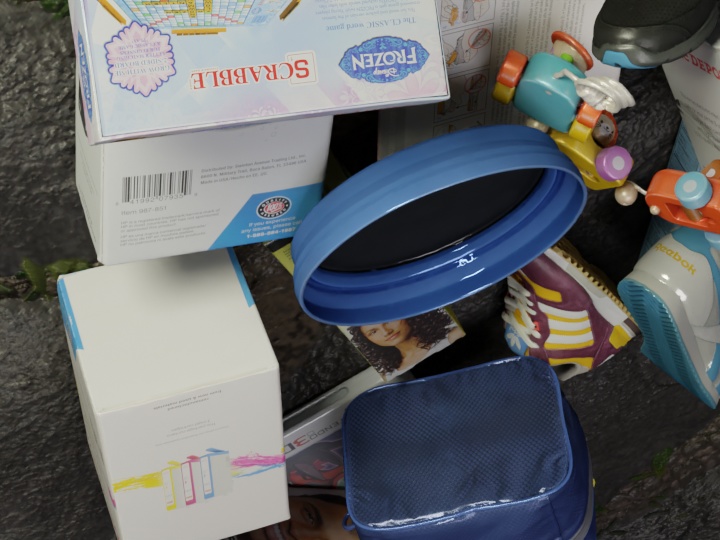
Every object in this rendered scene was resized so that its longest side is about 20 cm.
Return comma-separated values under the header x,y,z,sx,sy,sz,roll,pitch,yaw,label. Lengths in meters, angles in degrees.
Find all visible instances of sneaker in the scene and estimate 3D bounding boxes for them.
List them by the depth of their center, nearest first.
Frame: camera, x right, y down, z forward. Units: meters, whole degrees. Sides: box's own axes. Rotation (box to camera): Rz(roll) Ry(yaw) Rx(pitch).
x,y,z,sx,sy,sz,roll,pitch,yaw,label
0.196,-0.203,1.097,0.200,0.073,0.082,-53,139,-30,sneaker
0.138,0.025,1.347,0.090,0.075,0.200,-41,136,10,sneaker
0.256,0.038,1.350,0.081,0.076,0.200,-47,149,-10,sneaker

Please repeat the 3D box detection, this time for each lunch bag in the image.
x,y,z,sx,sy,sz,roll,pitch,yaw,label
0.078,0.167,1.372,0.199,0.136,0.132,-12,139,12,lunch bag

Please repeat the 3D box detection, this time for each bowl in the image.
x,y,z,sx,sy,sz,roll,pitch,yaw,label
0.048,-0.029,1.156,0.200,0.039,0.201,-19,159,-8,bowl

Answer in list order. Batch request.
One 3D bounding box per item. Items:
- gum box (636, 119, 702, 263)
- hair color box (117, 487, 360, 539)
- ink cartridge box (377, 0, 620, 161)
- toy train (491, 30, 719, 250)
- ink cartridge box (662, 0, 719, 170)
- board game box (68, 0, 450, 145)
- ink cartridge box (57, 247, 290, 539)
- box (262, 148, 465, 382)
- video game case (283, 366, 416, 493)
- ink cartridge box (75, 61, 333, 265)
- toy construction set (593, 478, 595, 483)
x,y,z,sx,sy,sz,roll,pitch,yaw,label
0.312,-0.068,1.356,0.169,0.045,0.200,-8,137,-17,gum box
-0.081,0.222,1.395,0.199,0.102,0.061,7,130,-32,hair color box
0.087,-0.159,1.151,0.176,0.045,0.200,-13,138,-15,ink cartridge box
0.173,-0.091,1.147,0.200,0.150,0.056,43,70,-44,toy train
0.276,-0.095,1.183,0.083,0.145,0.200,-28,116,-4,ink cartridge box
-0.062,-0.178,0.969,0.199,0.041,0.200,-8,92,-17,board game box
-0.128,0.101,1.257,0.125,0.129,0.200,-14,139,-12,ink cartridge box
0.000,0.000,1.273,0.075,0.050,0.200,-32,138,8,box
-0.009,0.167,1.464,0.182,0.023,0.200,-30,139,6,video game case
-0.095,-0.110,1.084,0.145,0.084,0.200,-9,137,-17,ink cartridge box
0.105,0.234,1.498,0.199,0.092,0.131,-18,135,-7,toy construction set
